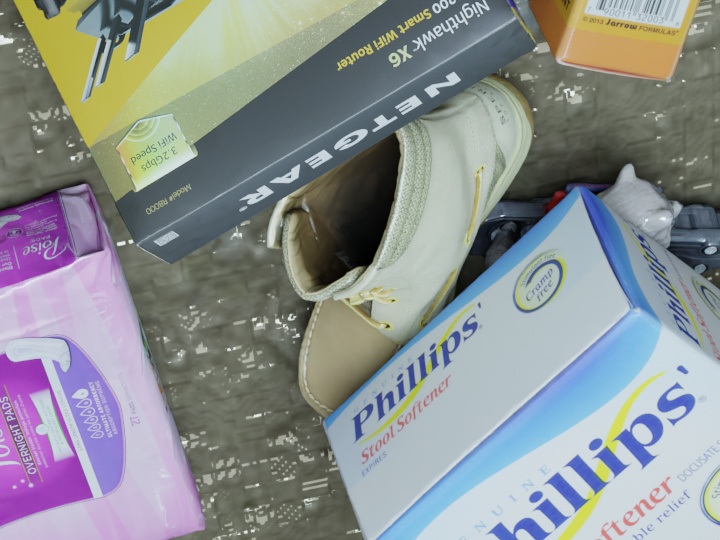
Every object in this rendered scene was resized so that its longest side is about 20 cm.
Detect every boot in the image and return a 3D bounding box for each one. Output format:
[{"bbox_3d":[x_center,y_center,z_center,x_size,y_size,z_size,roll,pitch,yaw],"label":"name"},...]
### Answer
[{"bbox_3d":[0.000,0.000,1.320,0.072,0.155,0.201,34,112,15],"label":"boot"}]

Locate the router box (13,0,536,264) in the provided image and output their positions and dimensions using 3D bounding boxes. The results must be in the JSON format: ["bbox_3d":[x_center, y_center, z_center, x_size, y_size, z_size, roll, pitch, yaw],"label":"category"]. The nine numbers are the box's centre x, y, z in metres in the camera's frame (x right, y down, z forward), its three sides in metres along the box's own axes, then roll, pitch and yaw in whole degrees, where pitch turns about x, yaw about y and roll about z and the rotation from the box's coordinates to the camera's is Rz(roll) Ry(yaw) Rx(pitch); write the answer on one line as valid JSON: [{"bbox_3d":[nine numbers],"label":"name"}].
[{"bbox_3d":[-0.044,-0.122,1.222,0.199,0.158,0.052,-31,164,7],"label":"router box"}]

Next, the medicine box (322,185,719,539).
[{"bbox_3d":[0.118,0.089,1.336,0.182,0.103,0.200,-43,128,18],"label":"medicine box"}]

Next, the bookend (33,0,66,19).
[{"bbox_3d":[-0.090,-0.244,1.136,0.198,0.092,0.201,-23,116,2],"label":"bookend"}]

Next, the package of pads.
[{"bbox_3d":[-0.161,0.064,1.370,0.120,0.076,0.201,-19,127,-3],"label":"package of pads"}]

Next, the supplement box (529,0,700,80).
[{"bbox_3d":[0.142,-0.193,1.278,0.068,0.067,0.201,9,121,-17],"label":"supplement box"}]

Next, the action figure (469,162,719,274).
[{"bbox_3d":[0.144,0.026,1.413,0.199,0.105,0.194,-4,136,-8],"label":"action figure"}]
